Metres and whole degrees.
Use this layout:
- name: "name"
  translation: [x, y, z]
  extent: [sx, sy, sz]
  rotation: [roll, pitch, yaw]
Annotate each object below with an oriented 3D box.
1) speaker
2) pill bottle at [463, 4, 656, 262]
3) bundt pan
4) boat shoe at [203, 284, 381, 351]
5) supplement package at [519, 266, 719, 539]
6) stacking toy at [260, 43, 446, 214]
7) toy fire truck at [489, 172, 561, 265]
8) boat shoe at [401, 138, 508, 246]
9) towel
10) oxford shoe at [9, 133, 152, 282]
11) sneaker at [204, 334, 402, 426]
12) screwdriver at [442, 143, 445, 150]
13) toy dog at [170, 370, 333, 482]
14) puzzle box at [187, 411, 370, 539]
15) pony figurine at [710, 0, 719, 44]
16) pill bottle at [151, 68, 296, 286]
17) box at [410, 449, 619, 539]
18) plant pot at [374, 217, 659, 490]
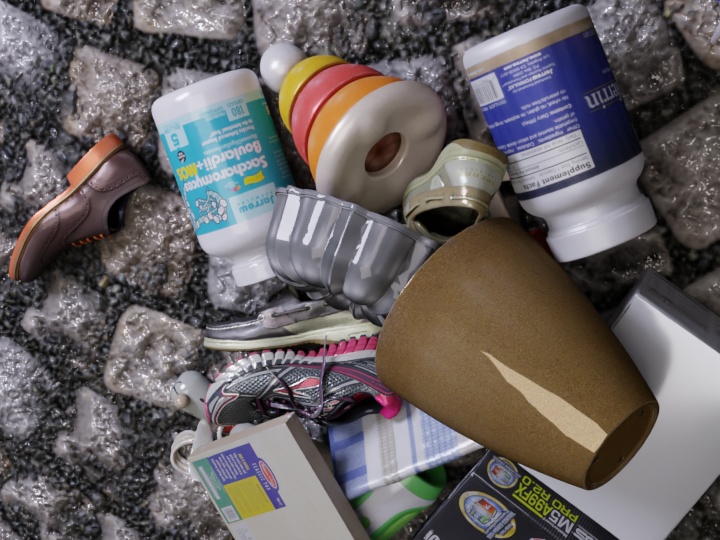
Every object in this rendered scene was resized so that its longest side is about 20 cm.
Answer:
- name: "speaker"
  translation: [-0.004, 0.253, 1.285]
  extent: [0.088, 0.088, 0.200]
  rotation: [46, 112, 3]
- name: "pill bottle"
  translation: [0.175, -0.116, 1.074]
  extent: [0.115, 0.116, 0.201]
  rotation: [-20, 97, 21]
- name: "bundt pan"
  translation: [0.000, 0.000, 1.141]
  extent: [0.201, 0.202, 0.076]
  rotation: [21, 82, 12]
- name: "boat shoe"
  translation: [-0.064, 0.045, 1.269]
  extent: [0.200, 0.072, 0.066]
  rotation: [-6, 92, 12]
- name: "supplement package"
  translation: [0.266, 0.130, 1.157]
  extent: [0.156, 0.111, 0.200]
  rotation: [36, 111, 7]
- name: "stacking toy"
  translation: [-0.027, -0.156, 1.187]
  extent: [0.200, 0.146, 0.146]
  rotation: [45, 115, 35]
- name: "toy fire truck"
  translation: [0.155, -0.105, 1.171]
  extent: [0.141, 0.049, 0.200]
  rotation: [-38, 90, 21]
- name: "boat shoe"
  translation: [0.077, -0.049, 1.116]
  extent: [0.073, 0.201, 0.063]
  rotation: [19, 68, -9]
- name: "towel"
  translation: [0.055, 0.135, 1.226]
  extent: [0.200, 0.147, 0.024]
  rotation: [-26, 136, 21]
- name: "oxford shoe"
  translation: [-0.300, -0.049, 1.322]
  extent: [0.073, 0.071, 0.200]
  rotation: [43, 111, -1]
- name: "sneaker"
  translation: [-0.056, 0.119, 1.220]
  extent: [0.199, 0.081, 0.075]
  rotation: [-13, 54, 5]
- name: "screwdriver"
  translation: [0.079, -0.044, 1.216]
  extent: [0.028, 0.029, 0.201]
  rotation: [-5, 95, 19]
- name: "toy dog"
  translation: [-0.126, 0.193, 1.307]
  extent: [0.199, 0.096, 0.132]
  rotation: [19, 107, 13]
- name: "puzzle box"
  translation: [-0.069, 0.243, 1.228]
  extent: [0.133, 0.025, 0.200]
  rotation: [-22, 103, 32]
- name: "pony figurine"
  translation: [0.337, -0.289, 1.031]
  extent: [0.193, 0.166, 0.201]
  rotation: [-14, 103, 53]
- name: "pill bottle"
  translation: [-0.123, -0.089, 1.232]
  extent: [0.110, 0.111, 0.201]
  rotation: [-18, 97, 21]
- name: "box"
  translation: [0.145, 0.274, 1.217]
  extent: [0.160, 0.044, 0.200]
  rotation: [37, 141, 6]
- name: "plant pot"
  translation: [0.147, 0.085, 1.056]
  extent: [0.200, 0.186, 0.187]
  rotation: [39, 113, 30]
